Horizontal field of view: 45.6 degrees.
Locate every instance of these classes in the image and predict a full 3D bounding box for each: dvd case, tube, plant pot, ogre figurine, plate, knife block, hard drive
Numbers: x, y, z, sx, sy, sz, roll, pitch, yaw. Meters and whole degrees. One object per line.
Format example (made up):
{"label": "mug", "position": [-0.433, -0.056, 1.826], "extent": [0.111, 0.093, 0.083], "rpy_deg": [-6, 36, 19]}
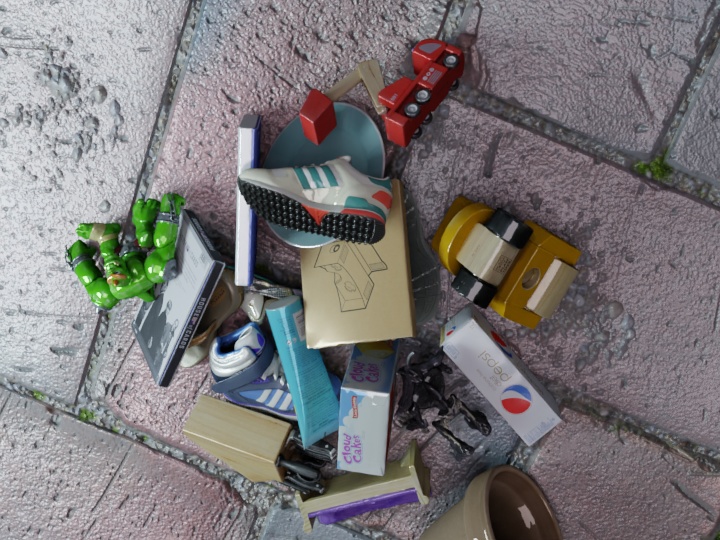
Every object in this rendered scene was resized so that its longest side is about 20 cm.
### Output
{"label": "dvd case", "position": [-0.259, 0.036, 1.200], "extent": [0.024, 0.151, 0.203], "rpy_deg": [15, 112, -37]}
{"label": "tube", "position": [-0.076, 0.138, 1.180], "extent": [0.076, 0.050, 0.204], "rpy_deg": [-23, 102, -27]}
{"label": "plant pot", "position": [0.178, 0.408, 1.249], "extent": [0.173, 0.201, 0.201], "rpy_deg": [-34, 101, 33]}
{"label": "ogre figurine", "position": [-0.324, -0.021, 1.204], "extent": [0.196, 0.098, 0.122], "rpy_deg": [-18, 70, -3]}
{"label": "plate", "position": [-0.050, -0.125, 1.141], "extent": [0.196, 0.025, 0.205], "rpy_deg": [-9, 70, 27]}
{"label": "knife block", "position": [-0.134, 0.247, 1.225], "extent": [0.199, 0.065, 0.174], "rpy_deg": [40, 145, -21]}
{"label": "hard drive", "position": [-0.150, -0.098, 1.149], "extent": [0.025, 0.132, 0.205], "rpy_deg": [2, 107, -5]}

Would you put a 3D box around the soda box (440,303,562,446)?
{"label": "soda box", "position": [0.198, 0.148, 1.217], "extent": [0.063, 0.068, 0.201], "rpy_deg": [-39, 99, 15]}

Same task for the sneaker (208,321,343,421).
{"label": "sneaker", "position": [-0.120, 0.138, 1.214], "extent": [0.195, 0.082, 0.148], "rpy_deg": [3, 139, 10]}

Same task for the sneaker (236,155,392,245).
{"label": "sneaker", "position": [-0.052, -0.101, 1.064], "extent": [0.195, 0.095, 0.071], "rpy_deg": [15, 149, 9]}

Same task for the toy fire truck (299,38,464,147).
{"label": "toy fire truck", "position": [0.029, -0.229, 1.099], "extent": [0.139, 0.049, 0.201], "rpy_deg": [29, 69, 21]}

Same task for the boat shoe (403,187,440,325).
{"label": "boat shoe", "position": [0.062, -0.023, 1.192], "extent": [0.073, 0.065, 0.206], "rpy_deg": [-18, 109, -2]}

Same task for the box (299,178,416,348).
{"label": "box", "position": [-0.009, -0.005, 1.130], "extent": [0.160, 0.021, 0.205], "rpy_deg": [-9, 82, 27]}

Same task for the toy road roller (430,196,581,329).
{"label": "toy road roller", "position": [0.186, -0.022, 1.157], "extent": [0.198, 0.146, 0.124], "rpy_deg": [22, 104, -40]}

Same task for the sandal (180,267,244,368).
{"label": "sandal", "position": [-0.233, 0.072, 1.225], "extent": [0.081, 0.054, 0.200], "rpy_deg": [48, 129, 6]}

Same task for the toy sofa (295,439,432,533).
{"label": "toy sofa", "position": [0.008, 0.337, 1.284], "extent": [0.196, 0.083, 0.100], "rpy_deg": [-16, 103, 10]}

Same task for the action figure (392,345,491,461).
{"label": "action figure", "position": [0.096, 0.180, 1.195], "extent": [0.200, 0.101, 0.120], "rpy_deg": [48, 67, -30]}

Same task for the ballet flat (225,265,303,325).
{"label": "ballet flat", "position": [-0.120, 0.049, 1.215], "extent": [0.196, 0.072, 0.074], "rpy_deg": [16, 107, 0]}

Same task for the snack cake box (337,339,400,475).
{"label": "snack cake box", "position": [0.014, 0.176, 1.175], "extent": [0.065, 0.200, 0.118], "rpy_deg": [6, 107, 4]}
